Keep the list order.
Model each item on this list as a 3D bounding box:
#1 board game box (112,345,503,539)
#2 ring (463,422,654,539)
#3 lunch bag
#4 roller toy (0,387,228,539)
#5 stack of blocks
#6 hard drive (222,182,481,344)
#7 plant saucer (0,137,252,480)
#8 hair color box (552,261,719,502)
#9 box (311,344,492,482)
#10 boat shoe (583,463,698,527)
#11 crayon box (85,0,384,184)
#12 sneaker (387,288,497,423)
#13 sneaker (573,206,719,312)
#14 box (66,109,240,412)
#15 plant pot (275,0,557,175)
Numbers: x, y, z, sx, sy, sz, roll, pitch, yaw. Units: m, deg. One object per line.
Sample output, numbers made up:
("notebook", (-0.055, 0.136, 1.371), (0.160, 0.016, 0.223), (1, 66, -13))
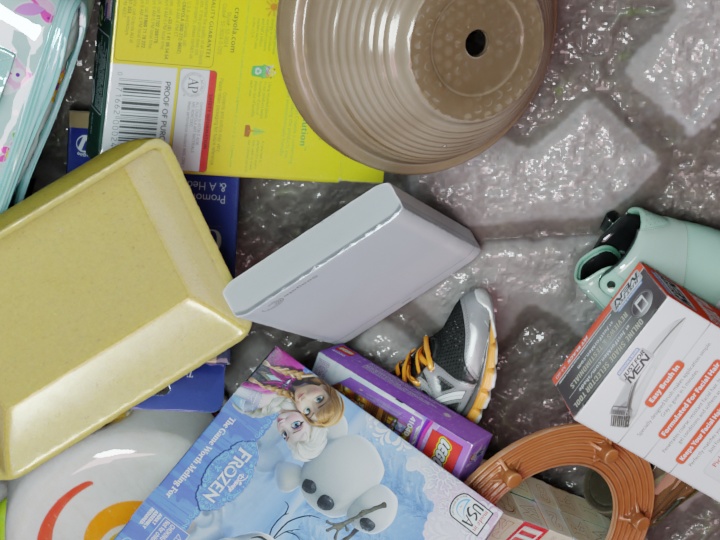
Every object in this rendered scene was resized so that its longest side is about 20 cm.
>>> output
("board game box", (-0.039, 0.184, 1.211), (0.198, 0.200, 0.043), (35, 152, 8))
("ring", (0.135, 0.200, 1.323), (0.199, 0.019, 0.202), (-15, 124, -23))
("lunch bag", (-0.228, -0.112, 1.150), (0.076, 0.161, 0.201), (18, 114, -12))
("roller toy", (-0.167, 0.168, 1.322), (0.181, 0.140, 0.201), (15, 116, -14))
("stack of blocks", (0.126, 0.226, 1.401), (0.199, 0.059, 0.115), (24, 119, -38))
("hard drive", (0.000, 0.000, 1.237), (0.131, 0.200, 0.027), (-33, 73, 12))
("plant saucer", (-0.186, 0.018, 1.145), (0.199, 0.049, 0.201), (-31, 140, -9))
("hair color box", (0.250, 0.093, 1.292), (0.199, 0.064, 0.111), (30, 105, -23))
("box", (-0.002, 0.175, 1.325), (0.136, 0.039, 0.201), (30, 110, 21))
("boat shoe", (0.260, 0.120, 1.392), (0.200, 0.072, 0.068), (-44, 132, 15))
("crayon box", (-0.076, -0.126, 1.196), (0.198, 0.051, 0.128), (3, 105, -20))
("sneaker", (0.043, 0.097, 1.346), (0.077, 0.078, 0.201), (20, 116, -11))
("sneaker", (0.189, 0.044, 1.333), (0.117, 0.074, 0.201), (21, 108, -21))
("box", (-0.145, -0.005, 1.237), (0.120, 0.032, 0.202), (3, 88, -9))
("plant pot", (0.054, -0.154, 1.160), (0.199, 0.093, 0.203), (-8, 108, -25))
